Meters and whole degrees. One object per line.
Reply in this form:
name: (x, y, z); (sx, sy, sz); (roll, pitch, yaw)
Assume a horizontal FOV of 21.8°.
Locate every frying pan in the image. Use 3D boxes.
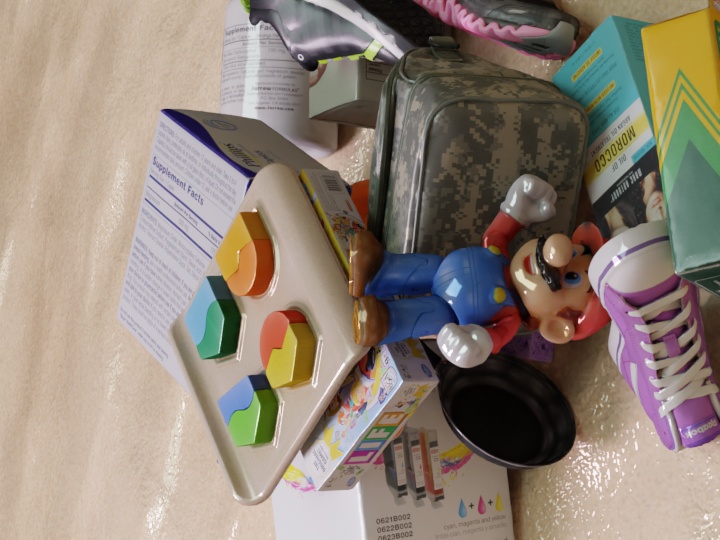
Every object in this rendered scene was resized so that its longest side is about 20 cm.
frying pan: (0.074, 0.095, 1.409); (0.115, 0.189, 0.031); (-85, 17, -49)

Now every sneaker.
sneaker: (0.116, -0.231, 1.515); (0.200, 0.079, 0.096); (34, 102, 54)
sneaker: (-0.016, -0.199, 1.554); (0.200, 0.072, 0.083); (33, 121, 27)
sneaker: (0.210, 0.052, 1.239); (0.201, 0.072, 0.115); (63, -177, -58)

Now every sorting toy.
sorting toy: (-0.078, 0.049, 1.409); (0.200, 0.036, 0.186); (-55, 48, 37)

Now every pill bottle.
pill bottle: (-0.073, -0.211, 1.770); (0.114, 0.114, 0.201); (-5, 80, 58)

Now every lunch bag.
lunch bag: (0.073, -0.062, 1.421); (0.168, 0.139, 0.201); (-126, 39, -64)

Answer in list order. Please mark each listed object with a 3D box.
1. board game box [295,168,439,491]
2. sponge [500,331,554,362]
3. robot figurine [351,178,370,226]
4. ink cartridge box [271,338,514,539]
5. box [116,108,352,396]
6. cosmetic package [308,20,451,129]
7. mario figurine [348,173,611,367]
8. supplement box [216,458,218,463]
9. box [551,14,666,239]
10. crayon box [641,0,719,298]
board game box: (-0.024, 0.043, 1.395); (0.135, 0.034, 0.201); (-55, 48, 38)
sponge: (0.124, -0.034, 1.497); (0.111, 0.030, 0.201); (12, 95, 59)
robot figurine: (0.001, -0.001, 1.613); (0.200, 0.116, 0.144); (-46, 50, 46)
ink cartridge box: (0.021, 0.156, 1.497); (0.144, 0.145, 0.201); (-11, 85, 58)
box: (-0.110, -0.013, 1.584); (0.184, 0.104, 0.201); (38, 119, 53)
cosmetic package: (0.017, -0.230, 1.638); (0.087, 0.103, 0.201); (-15, 71, 57)
mario figurine: (0.093, -0.002, 1.292); (0.106, 0.199, 0.124); (-146, 52, -83)
supplement box: (-0.072, 0.075, 1.722); (0.086, 0.110, 0.201); (-28, 61, 54)
box: (0.203, -0.079, 1.356); (0.082, 0.049, 0.201); (-48, 46, 44)
crayon box: (0.237, -0.083, 1.223); (0.051, 0.126, 0.201); (-14, 70, 29)
